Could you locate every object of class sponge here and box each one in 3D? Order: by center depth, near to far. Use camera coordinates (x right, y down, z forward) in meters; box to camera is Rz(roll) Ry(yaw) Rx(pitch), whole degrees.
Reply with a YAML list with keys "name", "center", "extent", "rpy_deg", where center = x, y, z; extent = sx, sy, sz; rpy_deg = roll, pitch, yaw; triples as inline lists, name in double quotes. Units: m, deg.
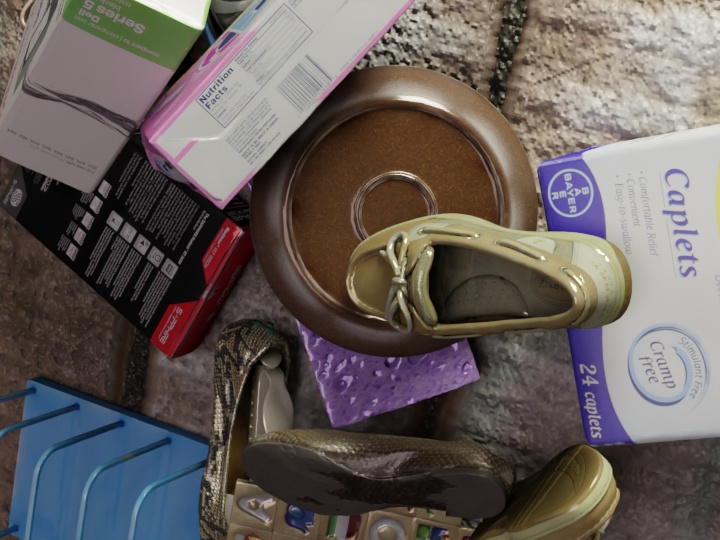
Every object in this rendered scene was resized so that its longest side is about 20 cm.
- name: "sponge"
  center: [0.000, 0.000, 1.047]
  extent: [0.111, 0.030, 0.201]
  rpy_deg: [-19, 94, 0]

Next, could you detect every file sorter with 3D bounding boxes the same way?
- name: "file sorter"
  center: [-0.223, 0.189, 1.174]
  extent: [0.199, 0.123, 0.140]
  rpy_deg: [16, 105, 24]

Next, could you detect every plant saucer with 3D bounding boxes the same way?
- name: "plant saucer"
  center: [0.024, -0.039, 1.015]
  extent: [0.199, 0.032, 0.202]
  rpy_deg: [0, 95, -2]

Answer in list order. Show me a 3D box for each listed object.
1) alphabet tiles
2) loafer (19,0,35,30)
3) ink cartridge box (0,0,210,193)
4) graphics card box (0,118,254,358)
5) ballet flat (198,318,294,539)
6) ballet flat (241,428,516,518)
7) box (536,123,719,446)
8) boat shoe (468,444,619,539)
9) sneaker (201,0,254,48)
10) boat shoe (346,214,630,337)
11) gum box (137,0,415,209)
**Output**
- name: "alphabet tiles"
  center: [-0.002, 0.218, 1.089]
  extent: [0.199, 0.006, 0.167]
  rpy_deg: [11, 103, 3]
- name: "loafer"
  center: [-0.176, -0.234, 1.123]
  extent: [0.200, 0.063, 0.072]
  rpy_deg: [-36, 79, 27]
- name: "ink cartridge box"
  center: [-0.172, -0.172, 1.022]
  extent: [0.084, 0.146, 0.200]
  rpy_deg: [23, 140, -21]
- name: "graphics card box"
  center: [-0.178, -0.043, 1.158]
  extent: [0.200, 0.051, 0.126]
  rpy_deg: [38, 113, 17]
- name: "ballet flat"
  center: [-0.081, 0.139, 1.119]
  extent: [0.075, 0.068, 0.201]
  rpy_deg: [15, 103, 49]
- name: "ballet flat"
  center: [0.012, 0.135, 1.035]
  extent: [0.199, 0.046, 0.068]
  rpy_deg: [0, 128, 23]
- name: "box"
  center: [0.230, 0.001, 0.923]
  extent: [0.199, 0.105, 0.185]
  rpy_deg: [-9, 93, 27]
- name: "boat shoe"
  center: [0.128, 0.168, 0.971]
  extent: [0.063, 0.073, 0.201]
  rpy_deg: [40, 155, 2]
- name: "sneaker"
  center: [-0.068, -0.165, 1.084]
  extent: [0.082, 0.071, 0.201]
  rpy_deg: [-20, 86, 9]
- name: "boat shoe"
  center: [0.065, 0.008, 0.918]
  extent: [0.200, 0.063, 0.074]
  rpy_deg: [7, 103, 37]
- name: "gum box"
  center: [-0.061, -0.133, 0.982]
  extent: [0.066, 0.113, 0.200]
  rpy_deg: [43, 89, -16]
